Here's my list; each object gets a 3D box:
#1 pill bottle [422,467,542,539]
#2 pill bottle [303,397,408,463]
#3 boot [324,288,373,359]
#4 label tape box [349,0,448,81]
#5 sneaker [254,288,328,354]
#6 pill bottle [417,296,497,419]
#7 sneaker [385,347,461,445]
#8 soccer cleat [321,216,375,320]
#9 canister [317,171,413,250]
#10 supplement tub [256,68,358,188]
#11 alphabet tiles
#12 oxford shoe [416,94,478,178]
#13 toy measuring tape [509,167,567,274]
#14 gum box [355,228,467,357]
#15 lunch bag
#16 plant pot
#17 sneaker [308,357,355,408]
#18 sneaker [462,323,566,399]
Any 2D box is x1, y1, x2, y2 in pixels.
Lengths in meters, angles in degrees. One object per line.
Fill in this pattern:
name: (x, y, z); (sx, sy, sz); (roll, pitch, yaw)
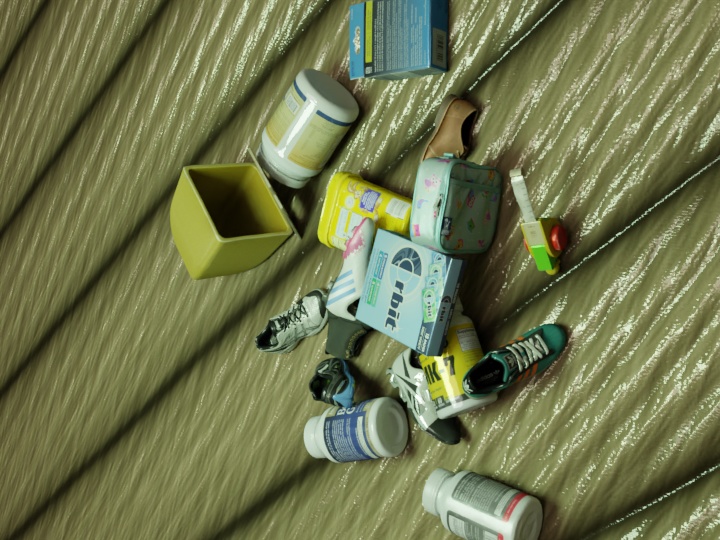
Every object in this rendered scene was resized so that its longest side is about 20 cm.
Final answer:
pill bottle: (0.208, 0.417, 1.609); (0.197, 0.110, 0.113); (15, 100, 38)
pill bottle: (-0.014, 0.314, 1.793); (0.197, 0.110, 0.114); (-16, 81, 38)
boot: (0.006, 0.124, 1.808); (0.198, 0.076, 0.142); (22, 111, 49)
label tape box: (0.070, -0.438, 1.741); (0.197, 0.065, 0.147); (1, 91, 42)
sneaker: (-0.142, 0.113, 1.913); (0.200, 0.087, 0.076); (-46, 62, 29)
pill bottle: (0.161, 0.151, 1.643); (0.113, 0.113, 0.204); (-28, 73, 36)
sneaker: (0.127, 0.226, 1.697); (0.201, 0.073, 0.089); (51, 122, 27)
soccer cleat: (0.000, 0.000, 1.713); (0.085, 0.070, 0.203); (29, 115, 12)
canister: (0.025, -0.089, 1.771); (0.198, 0.086, 0.152); (25, 107, 35)
supplement tub: (-0.109, -0.280, 1.840); (0.145, 0.143, 0.201); (52, 121, 26)
alphabet tiles: (-0.181, -0.167, 1.888); (0.007, 0.200, 0.169); (-29, 68, -2)
oxford shoe: (0.156, -0.211, 1.670); (0.071, 0.071, 0.204); (28, 107, 30)
toy measuring tape: (0.296, -0.087, 1.530); (0.072, 0.074, 0.203); (-5, 117, 39)
gum box: (0.085, 0.036, 1.619); (0.198, 0.044, 0.174); (25, 104, 47)
lunch bag: (0.166, -0.114, 1.577); (0.076, 0.198, 0.164); (17, 99, 35)
plant pot: (-0.300, -0.089, 1.985); (0.201, 0.193, 0.196); (-50, 61, 41)
sneaker: (-0.064, 0.216, 1.815); (0.200, 0.081, 0.072); (-140, 58, -74)
sneaker: (0.258, 0.152, 1.533); (0.198, 0.080, 0.072); (-32, 78, 0)
